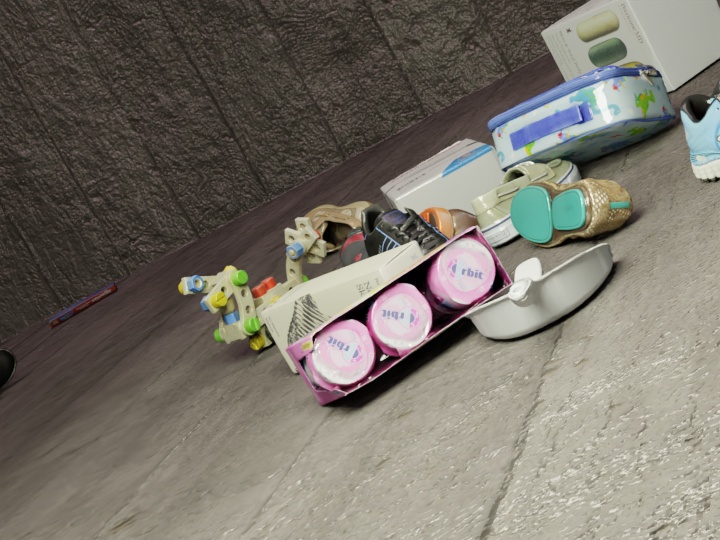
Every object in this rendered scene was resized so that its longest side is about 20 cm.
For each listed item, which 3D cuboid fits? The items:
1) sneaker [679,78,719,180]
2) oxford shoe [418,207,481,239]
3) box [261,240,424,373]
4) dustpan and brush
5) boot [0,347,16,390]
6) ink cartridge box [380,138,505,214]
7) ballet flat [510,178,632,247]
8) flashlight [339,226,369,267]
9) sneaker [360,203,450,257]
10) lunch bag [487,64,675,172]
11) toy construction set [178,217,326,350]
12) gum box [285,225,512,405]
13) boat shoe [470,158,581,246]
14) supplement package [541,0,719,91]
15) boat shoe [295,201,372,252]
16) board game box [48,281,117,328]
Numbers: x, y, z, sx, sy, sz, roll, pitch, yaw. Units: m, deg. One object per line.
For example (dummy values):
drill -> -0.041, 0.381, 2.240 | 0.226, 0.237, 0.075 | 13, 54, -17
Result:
sneaker -> 0.352, -0.138, 1.270 | 0.078, 0.090, 0.200 | -33, 10, -24
oxford shoe -> 0.087, -0.031, 1.676 | 0.073, 0.072, 0.200 | -2, -5, -20
box -> -0.008, 0.041, 1.462 | 0.200, 0.082, 0.068 | -22, 10, 47
dustpan and brush -> 0.142, 0.017, 1.163 | 0.139, 0.057, 0.200 | -28, 9, 12
boot -> -0.767, 0.226, 2.872 | 0.211, 0.079, 0.158 | -48, 10, -32
ink cartridge box -> 0.114, -0.102, 1.863 | 0.144, 0.084, 0.200 | -29, 10, 0
ballet flat -> 0.214, -0.058, 1.414 | 0.065, 0.071, 0.200 | -3, 5, -15
flashlight -> 0.000, 0.000, 1.736 | 0.068, 0.068, 0.200 | 9, 18, 3
sneaker -> 0.057, -0.026, 1.549 | 0.070, 0.078, 0.200 | -31, 21, -21
lunch bag -> 0.264, -0.180, 1.695 | 0.200, 0.083, 0.160 | -22, -8, 41
toy construction set -> -0.121, 0.022, 1.765 | 0.200, 0.132, 0.092 | -34, 10, -30
gum box -> 0.029, 0.046, 1.296 | 0.200, 0.066, 0.113 | -33, -1, -16
boat shoe -> 0.194, -0.094, 1.625 | 0.072, 0.062, 0.200 | -23, 10, 38
supplement package -> 0.400, -0.335, 2.036 | 0.150, 0.152, 0.200 | -34, 10, -28
boat shoe -> -0.051, -0.064, 2.231 | 0.064, 0.071, 0.200 | -35, 11, -36
board game box -> -0.745, 0.092, 3.786 | 0.199, 0.020, 0.103 | -31, 10, -6
